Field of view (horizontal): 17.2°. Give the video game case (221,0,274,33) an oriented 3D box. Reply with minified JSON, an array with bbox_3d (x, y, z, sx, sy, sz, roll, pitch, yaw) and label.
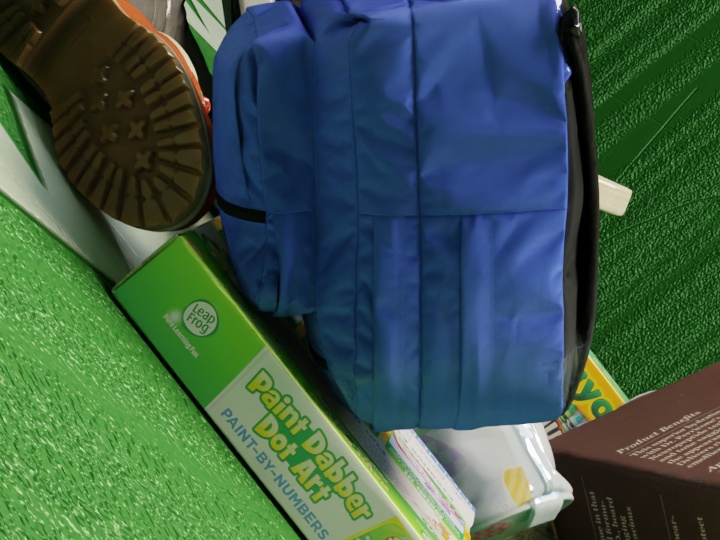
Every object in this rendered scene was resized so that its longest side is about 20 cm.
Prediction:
[{"bbox_3d":[-0.063,-0.140,1.377,0.200,0.023,0.182,93,-11,-63],"label":"video game case"}]

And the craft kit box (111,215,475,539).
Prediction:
[{"bbox_3d":[-0.023,0.065,1.106,0.200,0.048,0.198,52,4,-1],"label":"craft kit box"}]

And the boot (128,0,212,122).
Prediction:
[{"bbox_3d":[-0.103,-0.157,1.320,0.070,0.132,0.200,12,-12,22],"label":"boot"}]

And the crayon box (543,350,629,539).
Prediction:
[{"bbox_3d":[0.113,0.104,1.512,0.200,0.119,0.058,52,6,8],"label":"crayon box"}]

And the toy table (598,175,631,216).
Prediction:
[{"bbox_3d":[0.075,-0.081,1.551,0.184,0.200,0.117,39,15,29],"label":"toy table"}]

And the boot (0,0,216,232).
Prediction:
[{"bbox_3d":[-0.101,-0.077,1.150,0.107,0.075,0.200,35,15,-45],"label":"boot"}]

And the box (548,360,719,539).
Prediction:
[{"bbox_3d":[0.236,0.158,1.365,0.200,0.166,0.165,6,-66,60],"label":"box"}]

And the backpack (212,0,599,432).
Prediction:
[{"bbox_3d":[0.021,-0.030,1.059,0.163,0.167,0.201,-89,172,-74],"label":"backpack"}]

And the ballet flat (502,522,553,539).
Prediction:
[{"bbox_3d":[0.072,0.110,1.423,0.200,0.067,0.068,52,6,-2],"label":"ballet flat"}]

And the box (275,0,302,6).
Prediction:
[{"bbox_3d":[-0.001,-0.114,1.328,0.119,0.041,0.200,45,-23,30],"label":"box"}]

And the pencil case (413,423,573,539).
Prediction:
[{"bbox_3d":[0.045,0.050,1.270,0.083,0.091,0.201,0,68,-55],"label":"pencil case"}]
